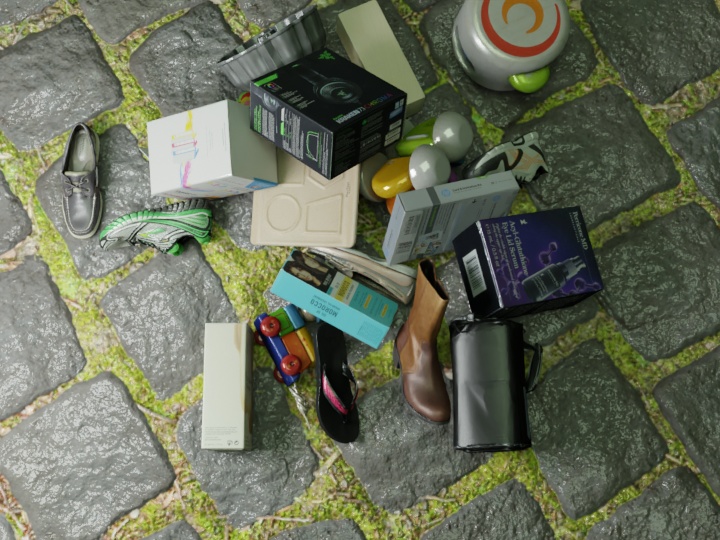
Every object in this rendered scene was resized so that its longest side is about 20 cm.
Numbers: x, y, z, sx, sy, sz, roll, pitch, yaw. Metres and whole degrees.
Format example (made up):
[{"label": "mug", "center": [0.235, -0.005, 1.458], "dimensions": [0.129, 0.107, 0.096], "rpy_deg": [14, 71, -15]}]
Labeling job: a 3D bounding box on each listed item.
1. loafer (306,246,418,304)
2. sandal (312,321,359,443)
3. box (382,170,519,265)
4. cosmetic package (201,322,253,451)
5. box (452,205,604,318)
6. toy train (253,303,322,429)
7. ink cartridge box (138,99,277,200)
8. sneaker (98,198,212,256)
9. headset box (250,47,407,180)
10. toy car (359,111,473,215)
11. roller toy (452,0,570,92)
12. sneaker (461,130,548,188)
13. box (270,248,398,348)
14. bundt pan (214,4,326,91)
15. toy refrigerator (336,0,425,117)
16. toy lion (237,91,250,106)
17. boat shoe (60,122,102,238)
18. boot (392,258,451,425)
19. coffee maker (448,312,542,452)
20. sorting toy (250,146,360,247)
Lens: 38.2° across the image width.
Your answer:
[{"label": "loafer", "center": [0.000, 0.000, 1.737], "dimensions": [0.198, 0.072, 0.063], "rpy_deg": [17, 86, 3]}, {"label": "sandal", "center": [-0.036, 0.183, 1.678], "dimensions": [0.075, 0.045, 0.202], "rpy_deg": [-11, 95, -39]}, {"label": "box", "center": [0.143, -0.084, 1.675], "dimensions": [0.198, 0.156, 0.041], "rpy_deg": [-12, 61, -15]}, {"label": "cosmetic package", "center": [-0.214, 0.191, 1.687], "dimensions": [0.070, 0.105, 0.202], "rpy_deg": [0, 80, 1]}, {"label": "box", "center": [0.269, -0.010, 1.673], "dimensions": [0.198, 0.104, 0.149], "rpy_deg": [-10, 76, -22]}, {"label": "toy train", "center": [-0.084, 0.146, 1.710], "dimensions": [0.115, 0.085, 0.201], "rpy_deg": [-27, 82, -21]}, {"label": "ink cartridge box", "center": [-0.255, -0.191, 1.726], "dimensions": [0.199, 0.128, 0.126], "rpy_deg": [-10, 81, 31]}, {"label": "sneaker", "center": [-0.346, -0.062, 1.760], "dimensions": [0.198, 0.078, 0.086], "rpy_deg": [-12, 86, 4]}, {"label": "headset box", "center": [-0.057, -0.256, 1.650], "dimensions": [0.200, 0.093, 0.174], "rpy_deg": [35, 49, 29]}, {"label": "toy car", "center": [0.104, -0.163, 1.728], "dimensions": [0.150, 0.174, 0.200], "rpy_deg": [55, 53, -29]}, {"label": "roller toy", "center": [0.254, -0.408, 1.773], "dimensions": [0.181, 0.140, 0.201], "rpy_deg": [26, 78, -3]}, {"label": "sneaker", "center": [0.246, -0.171, 1.719], "dimensions": [0.199, 0.074, 0.080], "rpy_deg": [-24, 88, -41]}, {"label": "box", "center": [-0.041, 0.044, 1.700], "dimensions": [0.199, 0.082, 0.049], "rpy_deg": [28, 120, -2]}, {"label": "bundt pan", "center": [-0.144, -0.369, 1.766], "dimensions": [0.201, 0.202, 0.076], "rpy_deg": [-31, 107, -4]}, {"label": "toy refrigerator", "center": [0.033, -0.360, 1.810], "dimensions": [0.075, 0.070, 0.201], "rpy_deg": [-24, 79, -10]}, {"label": "toy lion", "center": [-0.142, -0.221, 1.796], "dimensions": [0.190, 0.069, 0.202], "rpy_deg": [-10, 78, 8]}, {"label": "boat shoe", "center": [-0.485, -0.158, 1.791], "dimensions": [0.071, 0.065, 0.202], "rpy_deg": [0, 79, 1]}, {"label": "boot", "center": [0.116, 0.113, 1.614], "dimensions": [0.068, 0.201, 0.189], "rpy_deg": [2, 42, -16]}, {"label": "coffee maker", "center": [0.192, 0.183, 1.628], "dimensions": [0.134, 0.191, 0.202], "rpy_deg": [-14, 72, 41]}, {"label": "sorting toy", "center": [-0.089, -0.132, 1.726], "dimensions": [0.198, 0.036, 0.187], "rpy_deg": [2, 85, 23]}]
